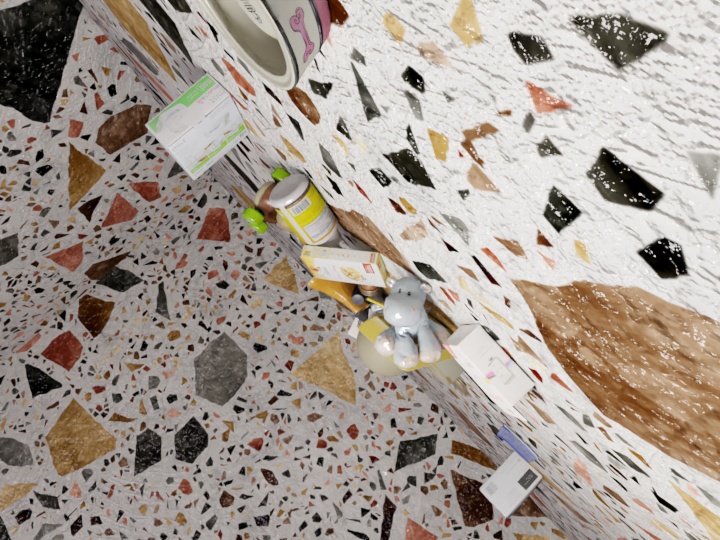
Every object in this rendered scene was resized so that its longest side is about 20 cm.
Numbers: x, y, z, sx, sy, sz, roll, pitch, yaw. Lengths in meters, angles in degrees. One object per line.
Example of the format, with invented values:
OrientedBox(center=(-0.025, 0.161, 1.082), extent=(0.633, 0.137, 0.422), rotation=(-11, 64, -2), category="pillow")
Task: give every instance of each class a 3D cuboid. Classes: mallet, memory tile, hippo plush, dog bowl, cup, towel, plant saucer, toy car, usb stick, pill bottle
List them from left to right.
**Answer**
OrientedBox(center=(-0.112, -0.300, 0.546), extent=(0.200, 0.074, 0.200), rotation=(45, 171, 9), category="dog bowl")
OrientedBox(center=(-0.189, -0.150, 1.394), extent=(0.200, 0.164, 0.158), rotation=(33, 170, 5), category="toy car")
OrientedBox(center=(-0.129, -0.136, 1.268), extent=(0.109, 0.109, 0.200), rotation=(36, 166, 51), category="pill bottle")
OrientedBox(center=(0.009, 0.098, 1.648), extent=(0.055, 0.033, 0.200), rotation=(44, -158, -16), category="usb stick")
OrientedBox(center=(0.064, 0.106, 1.469), extent=(0.200, 0.041, 0.066), rotation=(29, -149, 1), category="mallet")
OrientedBox(center=(0.102, 0.204, 1.538), extent=(0.200, 0.200, 0.143), rotation=(45, 150, 8), category="cup")
OrientedBox(center=(0.128, 0.151, 1.241), extent=(0.200, 0.200, 0.049), rotation=(37, 126, 46), category="plant saucer")
OrientedBox(center=(0.122, 0.096, 1.102), extent=(0.159, 0.200, 0.161), rotation=(15, 134, 17), category="hippo plush")
OrientedBox(center=(0.294, 0.352, 1.771), extent=(0.200, 0.017, 0.153), rotation=(41, 170, 32), category="memory tile")
OrientedBox(center=(0.520, 0.580, 1.695), extent=(0.145, 0.024, 0.200), rotation=(42, 170, 24), category="towel")

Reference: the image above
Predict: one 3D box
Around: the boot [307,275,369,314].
OrientedBox(center=(-0.055, 0.068, 1.496), extent=(0.144, 0.071, 0.201), rotation=(51, -156, 18), category="boot")

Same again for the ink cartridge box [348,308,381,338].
OrientedBox(center=(0.069, 0.213, 1.715), extent=(0.200, 0.117, 0.067), rotation=(29, 172, 4), category="ink cartridge box")

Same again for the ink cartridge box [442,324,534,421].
OrientedBox(center=(0.268, 0.203, 1.030), extent=(0.200, 0.067, 0.116), rotation=(48, 172, 1), category="ink cartridge box")

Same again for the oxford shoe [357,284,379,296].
OrientedBox(center=(0.000, 0.000, 1.484), extent=(0.200, 0.071, 0.071), rotation=(40, 139, 54), category="oxford shoe")

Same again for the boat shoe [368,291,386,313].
OrientedBox(center=(0.054, 0.095, 1.605), extent=(0.200, 0.070, 0.066), rotation=(31, -138, -82), category="boat shoe")

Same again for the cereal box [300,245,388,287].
OrientedBox(center=(-0.037, -0.010, 1.296), extent=(0.200, 0.040, 0.144), rotation=(7, 157, 17), category="cereal box")

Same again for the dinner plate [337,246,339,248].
OrientedBox(center=(-0.117, -0.104, 1.649), extent=(0.200, 0.024, 0.200), rotation=(45, 171, 10), category="dinner plate")

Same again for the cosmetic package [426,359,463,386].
OrientedBox(center=(0.210, 0.236, 1.455), extent=(0.105, 0.071, 0.200), rotation=(36, 166, 49), category="cosmetic package")

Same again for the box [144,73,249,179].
OrientedBox(center=(-0.402, -0.356, 1.283), extent=(0.097, 0.200, 0.176), rotation=(45, 172, 14), category="box")

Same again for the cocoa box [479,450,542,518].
OrientedBox(center=(0.564, 0.802, 1.901), extent=(0.133, 0.200, 0.131), rotation=(41, 171, 31), category="cocoa box")
